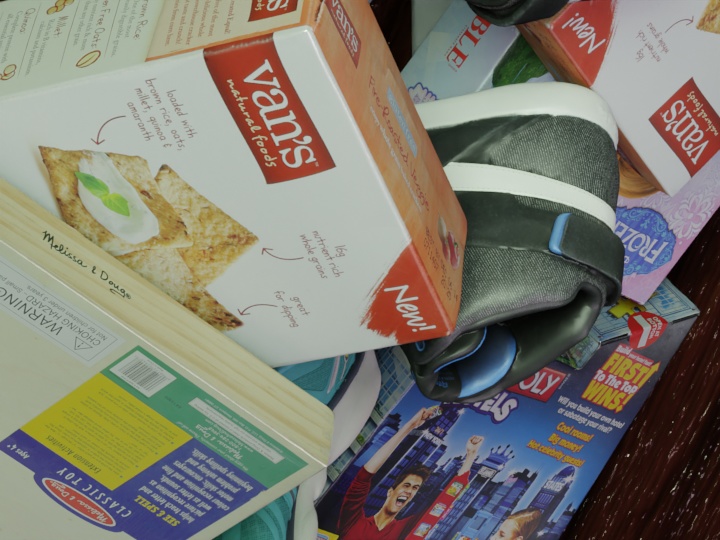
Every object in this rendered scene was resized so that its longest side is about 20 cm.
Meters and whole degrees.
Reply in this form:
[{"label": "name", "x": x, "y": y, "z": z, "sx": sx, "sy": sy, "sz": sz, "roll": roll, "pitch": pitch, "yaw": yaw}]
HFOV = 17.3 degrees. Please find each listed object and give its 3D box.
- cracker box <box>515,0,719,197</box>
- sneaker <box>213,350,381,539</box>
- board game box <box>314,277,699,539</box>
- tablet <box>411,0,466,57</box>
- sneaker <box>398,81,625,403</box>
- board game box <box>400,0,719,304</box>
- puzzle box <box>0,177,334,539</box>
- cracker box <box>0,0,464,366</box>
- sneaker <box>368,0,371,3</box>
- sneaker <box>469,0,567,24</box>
[{"label": "cracker box", "x": 0.150, "y": -0.141, "z": 0.910, "sx": 0.200, "sy": 0.058, "sz": 0.134, "roll": -45, "pitch": 142, "yaw": 1}, {"label": "sneaker", "x": -0.053, "y": 0.070, "z": 0.958, "sx": 0.201, "sy": 0.077, "sz": 0.080, "roll": -67, "pitch": 151, "yaw": -42}, {"label": "board game box", "x": 0.057, "y": 0.066, "z": 1.116, "sx": 0.200, "sy": 0.062, "sz": 0.200, "roll": -52, "pitch": 143, "yaw": 10}, {"label": "tablet", "x": 0.074, "y": -0.157, "z": 0.951, "sx": 0.129, "sy": 0.014, "sz": 0.201, "roll": -27, "pitch": 141, "yaw": -22}, {"label": "sneaker", "x": 0.000, "y": 0.000, "z": 0.883, "sx": 0.198, "sy": 0.113, "sz": 0.073, "roll": -12, "pitch": 147, "yaw": 19}, {"label": "board game box", "x": 0.120, "y": -0.095, "z": 1.007, "sx": 0.199, "sy": 0.041, "sz": 0.200, "roll": 21, "pitch": 110, "yaw": -50}, {"label": "puzzle box", "x": -0.123, "y": 0.033, "z": 0.778, "sx": 0.200, "sy": 0.026, "sz": 0.133, "roll": 37, "pitch": 129, "yaw": -26}, {"label": "cracker box", "x": -0.079, "y": -0.025, "z": 0.782, "sx": 0.198, "sy": 0.058, "sz": 0.134, "roll": -12, "pitch": 132, "yaw": 19}, {"label": "sneaker", "x": -0.044, "y": -0.092, "z": 0.862, "sx": 0.199, "sy": 0.075, "sz": 0.087, "roll": -33, "pitch": 177, "yaw": 6}, {"label": "sneaker", "x": 0.046, "y": -0.180, "z": 0.766, "sx": 0.111, "sy": 0.073, "sz": 0.202, "roll": -24, "pitch": 105, "yaw": -36}]
